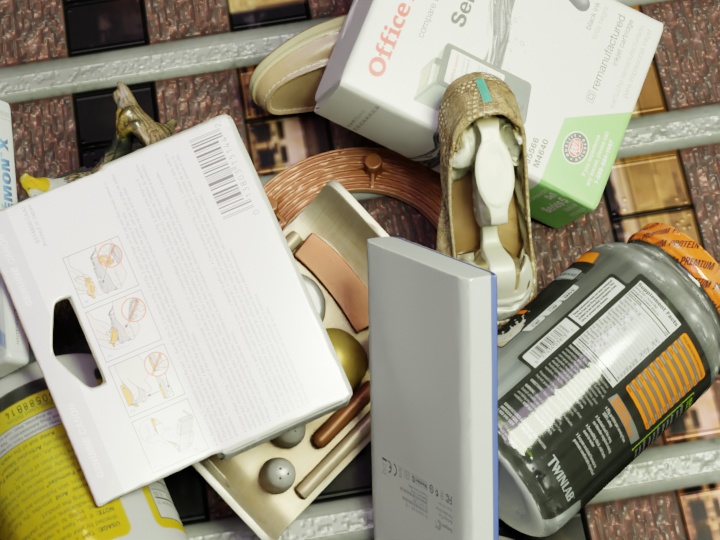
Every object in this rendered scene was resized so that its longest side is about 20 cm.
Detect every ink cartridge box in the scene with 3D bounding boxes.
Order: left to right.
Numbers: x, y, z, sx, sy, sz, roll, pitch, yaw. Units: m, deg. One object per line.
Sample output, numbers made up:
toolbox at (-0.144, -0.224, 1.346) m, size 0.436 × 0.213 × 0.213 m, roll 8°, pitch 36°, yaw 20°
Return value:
ink cartridge box at (-0.123, 0.026, 1.198) m, size 0.175 × 0.045 × 0.202 m, roll -23°, pitch 81°, yaw -10°
ink cartridge box at (0.087, -0.140, 1.307) m, size 0.198 × 0.084 × 0.147 m, roll 24°, pitch 77°, yaw -10°

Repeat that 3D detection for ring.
ring at (0.000, 0.000, 1.325) m, size 0.198 × 0.019 × 0.202 m, roll 0°, pitch 64°, yaw 1°

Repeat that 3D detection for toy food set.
toy food set at (-0.039, 0.060, 1.245) m, size 0.144 × 0.060 × 0.200 m, roll 46°, pitch 77°, yaw 0°

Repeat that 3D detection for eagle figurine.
eagle figurine at (-0.199, -0.027, 1.303) m, size 0.200 × 0.151 × 0.152 m, roll -48°, pitch 24°, yaw 12°

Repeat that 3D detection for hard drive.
hard drive at (0.044, 0.090, 1.169) m, size 0.025 × 0.132 × 0.202 m, roll -8°, pitch 104°, yaw -26°

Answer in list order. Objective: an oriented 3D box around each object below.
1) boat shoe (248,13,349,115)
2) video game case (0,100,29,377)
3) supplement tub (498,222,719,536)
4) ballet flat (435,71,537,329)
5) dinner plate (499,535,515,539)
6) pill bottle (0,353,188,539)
boat shoe at (0.018, -0.146, 1.365) m, size 0.198 × 0.071 × 0.065 m, roll -18°, pitch 64°, yaw -8°
video game case at (-0.295, 0.006, 1.256) m, size 0.199 × 0.022 × 0.184 m, roll -25°, pitch 63°, yaw 35°
supplement tub at (0.149, 0.067, 1.231) m, size 0.200 × 0.123 × 0.123 m, roll -40°, pitch 69°, yaw -16°
ballet flat at (0.083, -0.027, 1.238) m, size 0.070 × 0.202 × 0.065 m, roll -11°, pitch 21°, yaw -4°
dinner plate at (0.068, 0.260, 1.197) m, size 0.198 × 0.024 × 0.202 m, roll 0°, pitch 64°, yaw 1°
pill bottle at (-0.172, 0.164, 1.201) m, size 0.110 × 0.112 × 0.201 m, roll -23°, pitch 65°, yaw -9°
